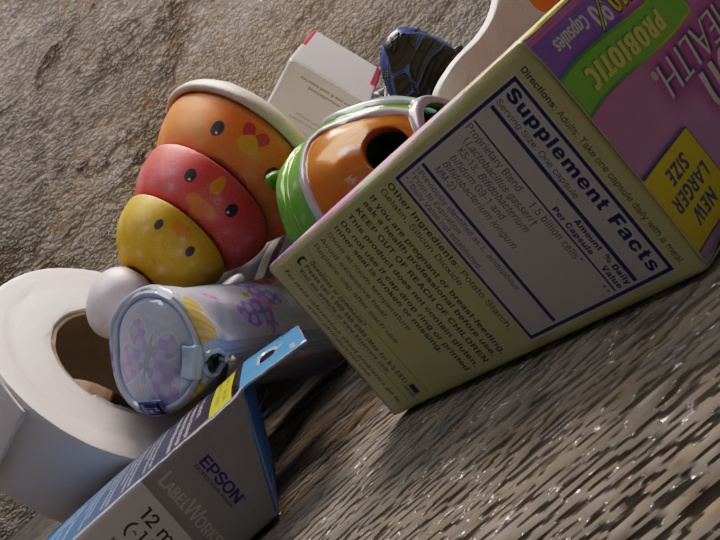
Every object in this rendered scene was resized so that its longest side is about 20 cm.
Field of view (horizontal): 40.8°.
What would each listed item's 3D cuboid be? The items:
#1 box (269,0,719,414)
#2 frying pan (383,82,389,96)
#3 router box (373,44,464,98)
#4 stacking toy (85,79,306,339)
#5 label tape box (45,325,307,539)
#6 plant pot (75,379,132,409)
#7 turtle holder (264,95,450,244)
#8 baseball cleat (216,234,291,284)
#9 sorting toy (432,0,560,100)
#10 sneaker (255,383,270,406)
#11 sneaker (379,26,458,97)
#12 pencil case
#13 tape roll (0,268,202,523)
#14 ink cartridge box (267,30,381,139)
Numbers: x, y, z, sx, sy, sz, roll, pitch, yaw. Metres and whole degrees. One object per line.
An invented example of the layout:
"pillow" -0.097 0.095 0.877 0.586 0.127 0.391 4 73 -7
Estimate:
"box" 0.081 -0.050 0.435 0.176 0.097 0.200 -45 6 -37
"frying pan" 0.018 -0.135 0.898 0.115 0.031 0.192 92 178 -62
"router box" 0.077 -0.158 1.115 0.156 0.053 0.200 -28 -21 10
"stacking toy" -0.129 -0.028 0.718 0.201 0.146 0.146 -57 11 -27
"label tape box" -0.091 0.120 0.537 0.199 0.066 0.143 -40 4 -5
"plant pot" -0.249 0.140 0.920 0.201 0.092 0.203 16 -90 -80
"turtle holder" 0.039 -0.044 0.663 0.132 0.184 0.142 -39 37 36
"baseball cleat" -0.057 0.003 0.825 0.198 0.108 0.070 -21 -25 16
"sorting toy" 0.104 -0.138 0.777 0.180 0.107 0.201 -41 -21 -30
"sneaker" -0.147 0.146 0.806 0.200 0.066 0.091 -45 8 4
"sneaker" 0.055 -0.175 0.897 0.075 0.078 0.200 -49 -21 5
"pencil case" -0.085 0.046 0.691 0.090 0.084 0.199 -9 -1 29
"tape roll" -0.183 0.088 0.693 0.071 0.201 0.203 -56 -2 24
"ink cartridge box" -0.067 -0.111 0.925 0.201 0.083 0.146 -58 8 23
